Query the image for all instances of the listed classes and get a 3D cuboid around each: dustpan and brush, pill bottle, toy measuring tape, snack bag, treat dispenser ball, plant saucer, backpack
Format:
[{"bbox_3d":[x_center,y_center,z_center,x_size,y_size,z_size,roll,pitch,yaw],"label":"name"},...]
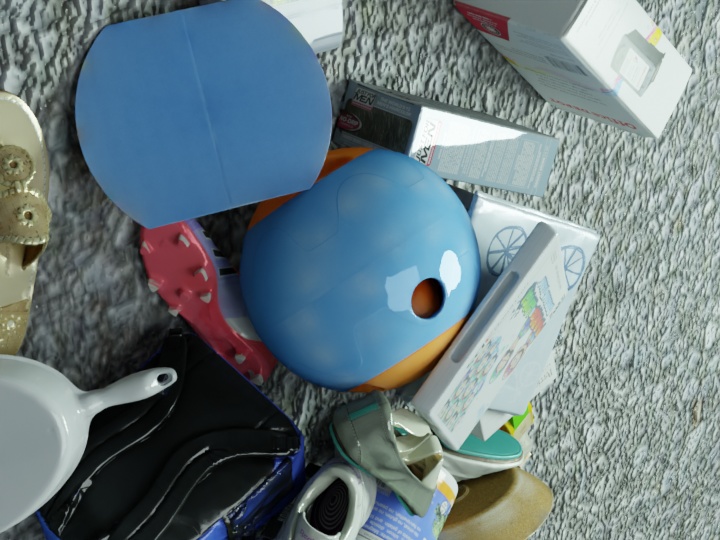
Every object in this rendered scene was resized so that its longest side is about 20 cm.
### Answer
[{"bbox_3d":[-0.235,0.114,1.097,0.198,0.057,0.141,-17,102,1],"label":"dustpan and brush"},{"bbox_3d":[0.002,0.263,1.326,0.112,0.111,0.201,49,60,-44],"label":"pill bottle"},{"bbox_3d":[0.149,0.156,1.564,0.074,0.073,0.200,-51,157,-15],"label":"toy measuring tape"},{"bbox_3d":[0.128,0.038,1.335,0.187,0.021,0.202,12,102,-45],"label":"snack bag"},{"bbox_3d":[0.000,0.000,1.193,0.199,0.200,0.203,-20,121,-37],"label":"treat dispenser ball"},{"bbox_3d":[0.092,0.238,1.442,0.199,0.199,0.036,-29,107,-32],"label":"plant saucer"},{"bbox_3d":[-0.157,0.189,1.190,0.200,0.162,0.169,-41,152,-26],"label":"backpack"}]

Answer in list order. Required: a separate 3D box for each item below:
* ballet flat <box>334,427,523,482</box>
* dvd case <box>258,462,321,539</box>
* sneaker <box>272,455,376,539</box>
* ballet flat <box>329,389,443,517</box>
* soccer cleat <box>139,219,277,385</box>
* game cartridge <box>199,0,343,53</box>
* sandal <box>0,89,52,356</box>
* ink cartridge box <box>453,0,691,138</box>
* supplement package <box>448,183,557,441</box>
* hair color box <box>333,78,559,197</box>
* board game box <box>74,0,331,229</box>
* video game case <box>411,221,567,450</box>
[{"bbox_3d":[0.063,0.180,1.442,0.198,0.069,0.070,12,101,-18],"label":"ballet flat"},{"bbox_3d":[-0.083,0.296,1.334,0.150,0.024,0.202,-51,159,-68],"label":"dvd case"},{"bbox_3d":[-0.054,0.240,1.180,0.100,0.074,0.202,60,54,-80],"label":"sneaker"},{"bbox_3d":[0.037,0.154,1.205,0.063,0.068,0.200,-30,148,7],"label":"ballet flat"},{"bbox_3d":[-0.125,0.014,1.228,0.201,0.066,0.077,61,32,-34],"label":"soccer cleat"},{"bbox_3d":[-0.074,-0.263,1.166,0.132,0.041,0.202,-20,121,-33],"label":"game cartridge"},{"bbox_3d":[-0.253,-0.021,1.070,0.077,0.069,0.214,-6,111,-43],"label":"sandal"},{"bbox_3d":[0.203,-0.220,1.374,0.199,0.147,0.086,33,86,-48],"label":"ink cartridge box"},{"bbox_3d":[0.101,0.040,1.409,0.117,0.117,0.202,-37,130,-27],"label":"supplement package"},{"bbox_3d":[0.082,-0.120,1.333,0.199,0.099,0.061,7,103,-46],"label":"hair color box"},{"bbox_3d":[-0.123,-0.122,1.131,0.198,0.039,0.160,-15,87,-14],"label":"board game box"},{"bbox_3d":[0.116,0.062,1.245,0.183,0.024,0.200,-54,163,-6],"label":"video game case"}]
